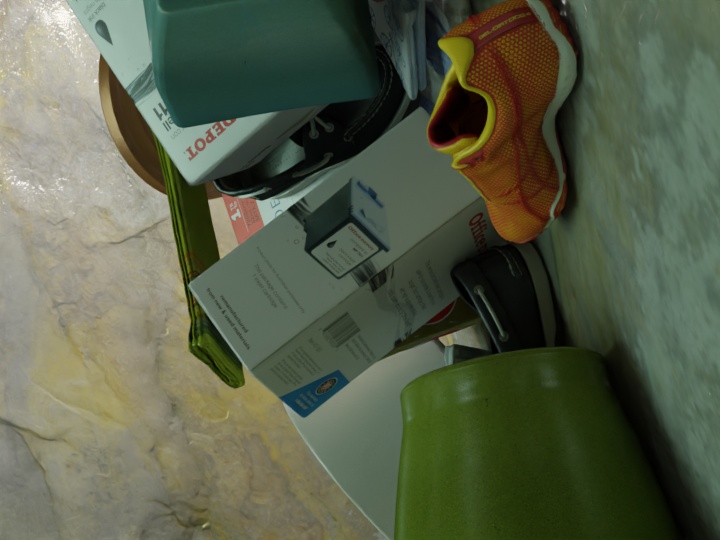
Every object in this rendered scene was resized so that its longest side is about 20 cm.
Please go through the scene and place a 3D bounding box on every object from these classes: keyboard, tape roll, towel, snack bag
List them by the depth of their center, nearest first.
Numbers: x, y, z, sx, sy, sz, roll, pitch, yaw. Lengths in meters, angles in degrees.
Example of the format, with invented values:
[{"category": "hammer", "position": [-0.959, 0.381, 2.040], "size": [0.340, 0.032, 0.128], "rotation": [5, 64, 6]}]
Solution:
[{"category": "snack bag", "position": [0.004, -0.243, 0.881], "size": [0.200, 0.021, 0.189], "rotation": [87, 162, -63]}, {"category": "towel", "position": [0.052, -0.166, 0.897], "size": [0.147, 0.024, 0.201], "rotation": [-117, 9, -54]}, {"category": "keyboard", "position": [0.092, 0.087, 0.959], "size": [0.200, 0.011, 0.057], "rotation": [17, -112, -70]}, {"category": "towel", "position": [-0.121, -0.015, 0.960], "size": [0.086, 0.018, 0.201], "rotation": [63, -169, -61]}, {"category": "tape roll", "position": [0.047, 0.140, 1.149], "size": [0.203, 0.139, 0.203], "rotation": [48, -179, -1]}]

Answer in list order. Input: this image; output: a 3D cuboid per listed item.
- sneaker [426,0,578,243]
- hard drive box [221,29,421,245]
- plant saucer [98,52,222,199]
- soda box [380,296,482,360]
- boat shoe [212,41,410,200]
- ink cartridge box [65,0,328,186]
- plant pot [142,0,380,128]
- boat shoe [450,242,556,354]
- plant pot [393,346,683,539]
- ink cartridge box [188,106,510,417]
[{"category": "sneaker", "position": [0.072, -0.077, 0.718], "size": [0.200, 0.077, 0.073], "rotation": [75, 172, -58]}, {"category": "hard drive box", "position": [-0.034, -0.114, 1.095], "size": [0.200, 0.077, 0.156], "rotation": [-30, 75, 42]}, {"category": "plant saucer", "position": [-0.146, -0.164, 1.173], "size": [0.032, 0.200, 0.201], "rotation": [-3, 112, 43]}, {"category": "soda box", "position": [0.018, 0.033, 1.020], "size": [0.064, 0.199, 0.068], "rotation": [81, 169, -84]}, {"category": "boat shoe", "position": [-0.039, -0.109, 1.006], "size": [0.200, 0.060, 0.076], "rotation": [-39, 70, 39]}, {"category": "ink cartridge box", "position": [-0.111, -0.183, 0.938], "size": [0.200, 0.146, 0.083], "rotation": [55, -147, 2]}, {"category": "plant pot", "position": [-0.066, -0.179, 0.767], "size": [0.200, 0.141, 0.142], "rotation": [83, 178, -87]}, {"category": "boat shoe", "position": [0.105, 0.082, 0.907], "size": [0.073, 0.062, 0.201], "rotation": [-167, 65, -72]}, {"category": "plant pot", "position": [0.102, 0.153, 0.782], "size": [0.200, 0.199, 0.194], "rotation": [86, 175, -74]}, {"category": "ink cartridge box", "position": [0.000, 0.000, 0.911], "size": [0.086, 0.200, 0.146], "rotation": [50, 177, 21]}]
